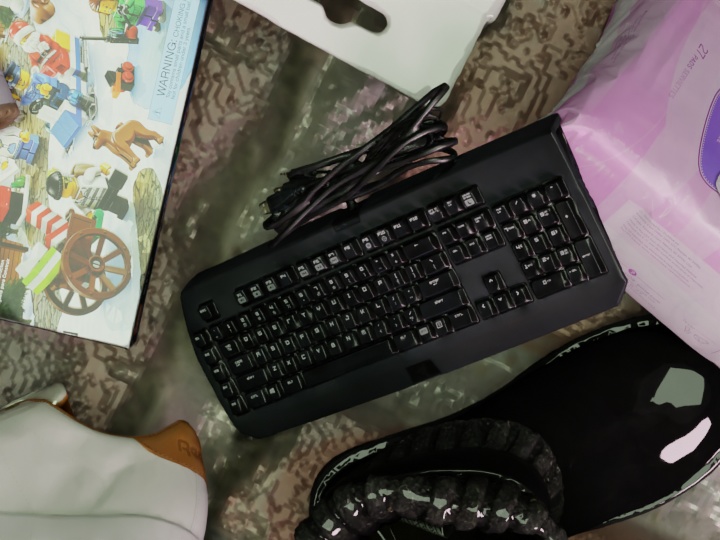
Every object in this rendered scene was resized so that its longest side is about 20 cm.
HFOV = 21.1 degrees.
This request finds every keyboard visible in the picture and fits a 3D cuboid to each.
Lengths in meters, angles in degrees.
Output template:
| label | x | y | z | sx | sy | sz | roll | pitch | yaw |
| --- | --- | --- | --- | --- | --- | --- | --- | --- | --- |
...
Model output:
| label | x | y | z | sx | sy | sz | roll | pitch | yaw |
| --- | --- | --- | --- | --- | --- | --- | --- | --- | --- |
| keyboard | 0.000 | 0.000 | 0.763 | 0.199 | 0.040 | 0.105 | -24 | 92 | 32 |

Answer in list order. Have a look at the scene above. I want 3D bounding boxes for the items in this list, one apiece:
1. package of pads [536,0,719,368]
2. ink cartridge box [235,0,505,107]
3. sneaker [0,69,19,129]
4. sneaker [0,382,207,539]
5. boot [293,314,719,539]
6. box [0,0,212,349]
| label | x | y | z | sx | sy | sz | roll | pitch | yaw |
| --- | --- | --- | --- | --- | --- | --- | --- | --- | --- |
| package of pads | 0.163 | -0.024 | 0.786 | 0.200 | 0.076 | 0.121 | 39 | 59 | -4 |
| ink cartridge box | 0.028 | -0.178 | 0.795 | 0.116 | 0.068 | 0.201 | 28 | 89 | -4 |
| sneaker | -0.239 | -0.075 | 0.724 | 0.199 | 0.071 | 0.113 | -23 | 89 | -29 |
| sneaker | -0.160 | 0.091 | 0.805 | 0.199 | 0.073 | 0.085 | 3 | 56 | 5 |
| boot | 0.071 | 0.083 | 0.760 | 0.210 | 0.158 | 0.080 | -26 | 90 | -1 |
| box | -0.138 | -0.080 | 0.803 | 0.136 | 0.038 | 0.201 | 12 | 91 | -4 |
